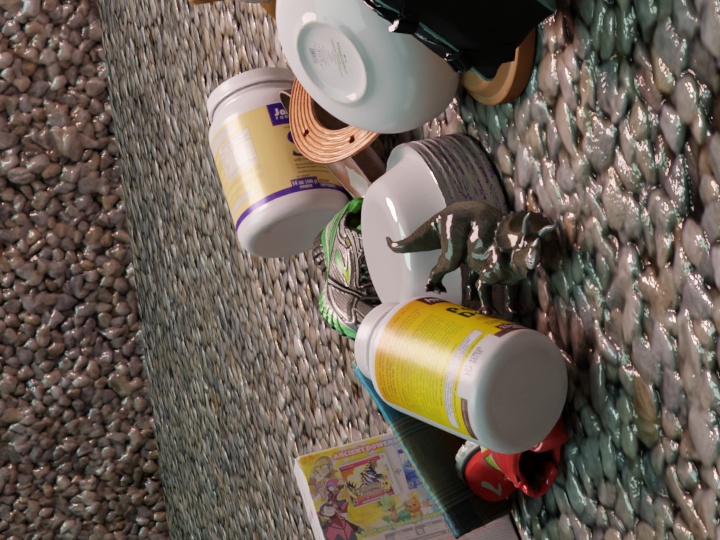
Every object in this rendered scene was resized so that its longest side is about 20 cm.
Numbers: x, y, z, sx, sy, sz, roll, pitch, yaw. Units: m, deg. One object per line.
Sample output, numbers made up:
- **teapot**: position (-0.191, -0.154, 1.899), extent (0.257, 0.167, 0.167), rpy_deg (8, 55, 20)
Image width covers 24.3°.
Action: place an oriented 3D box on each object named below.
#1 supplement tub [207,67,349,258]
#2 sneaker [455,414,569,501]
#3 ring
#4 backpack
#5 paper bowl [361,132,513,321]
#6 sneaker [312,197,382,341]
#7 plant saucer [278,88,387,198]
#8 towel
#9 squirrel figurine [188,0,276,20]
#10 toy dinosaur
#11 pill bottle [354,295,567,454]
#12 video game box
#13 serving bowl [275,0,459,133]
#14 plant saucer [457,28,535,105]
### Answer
- **supplement tub**: position (-0.104, -0.133, 2.056), extent (0.146, 0.144, 0.201), rpy_deg (113, 142, -63)
- **sneaker**: position (0.145, 0.180, 1.568), extent (0.200, 0.077, 0.085), rpy_deg (104, 144, -58)
- **ring**: position (-0.002, -0.200, 1.689), extent (0.200, 0.019, 0.202), rpy_deg (-29, 50, 41)
- **backpack**: position (0.056, -0.273, 1.322), extent (0.154, 0.175, 0.200), rpy_deg (-53, 43, 15)
- **paper bowl**: position (0.069, -0.026, 1.620), extent (0.201, 0.104, 0.202), rpy_deg (168, 90, -73)
- **sneaker**: position (0.000, 0.000, 1.729), extent (0.085, 0.078, 0.201), rpy_deg (-57, 33, 33)
- **plant saucer**: position (-0.014, -0.127, 1.829), extent (0.200, 0.032, 0.200), rpy_deg (50, 173, 8)
- **towel**: position (0.072, 0.168, 1.668), extent (0.201, 0.022, 0.146), rpy_deg (60, -157, 12)
- **squirrel figurine**: position (-0.127, -0.428, 1.994), extent (0.200, 0.141, 0.188), rpy_deg (133, 134, -54)
- **toy dinosaur**: position (0.108, -0.020, 1.484), extent (0.200, 0.077, 0.103), rpy_deg (23, 106, 49)
- **pill bottle**: position (0.083, 0.086, 1.487), extent (0.200, 0.109, 0.110), rpy_deg (18, 121, 51)
- **video game box**: position (0.050, 0.256, 1.718), extent (0.047, 0.199, 0.183), rpy_deg (108, 146, -63)
- **serving bowl**: position (-0.007, -0.206, 1.530), extent (0.199, 0.066, 0.201), rpy_deg (30, 142, 27)
- **plant saucer**: position (0.100, -0.245, 1.478), extent (0.200, 0.032, 0.202), rpy_deg (167, 90, -75)
